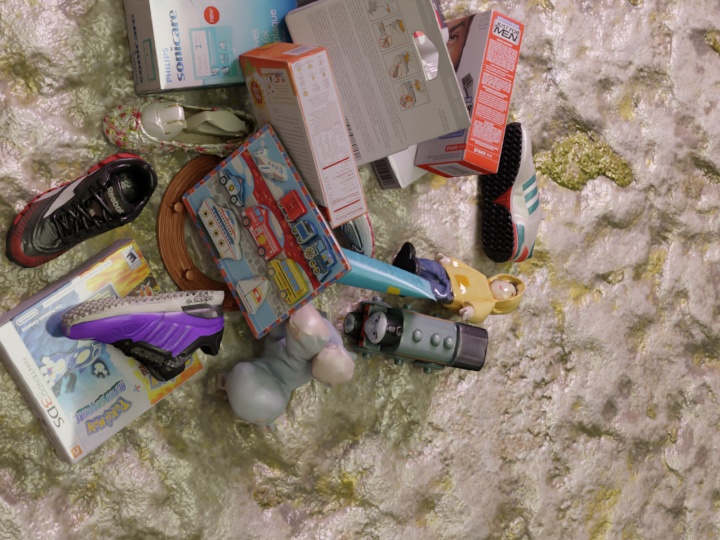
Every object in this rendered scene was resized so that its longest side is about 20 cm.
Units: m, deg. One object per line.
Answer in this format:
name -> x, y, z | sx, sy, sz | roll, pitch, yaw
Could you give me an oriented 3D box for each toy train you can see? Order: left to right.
toy train -> 0.076, 0.088, 1.582 | 0.198, 0.113, 0.087 | 16, 82, -32

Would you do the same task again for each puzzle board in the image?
puzzle board -> -0.114, -0.045, 1.382 | 0.202, 0.150, 0.017 | 60, 22, 14

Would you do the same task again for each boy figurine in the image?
boy figurine -> 0.142, 0.026, 1.628 | 0.197, 0.125, 0.065 | 15, 125, -23

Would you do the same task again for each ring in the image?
ring -> -0.160, -0.050, 1.485 | 0.198, 0.019, 0.204 | -1, 91, -34

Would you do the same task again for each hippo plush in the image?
hippo plush -> -0.109, 0.103, 1.464 | 0.160, 0.200, 0.160 | -36, 93, 1

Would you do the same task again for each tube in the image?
tube -> 0.000, 0.000, 1.507 | 0.197, 0.078, 0.051 | 15, 110, -9

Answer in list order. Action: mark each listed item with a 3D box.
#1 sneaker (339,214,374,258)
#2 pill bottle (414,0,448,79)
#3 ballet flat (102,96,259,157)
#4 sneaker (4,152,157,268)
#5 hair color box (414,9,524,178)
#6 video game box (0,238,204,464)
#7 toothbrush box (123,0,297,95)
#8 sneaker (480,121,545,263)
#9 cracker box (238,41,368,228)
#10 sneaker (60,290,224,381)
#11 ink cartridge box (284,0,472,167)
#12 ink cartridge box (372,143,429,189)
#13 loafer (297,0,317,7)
sneaker -> -0.042, -0.094, 1.535 | 0.074, 0.081, 0.202 | -30, 108, 1
pill bottle -> 0.047, -0.319, 1.478 | 0.110, 0.110, 0.203 | -23, 101, -30
ballet flat -> -0.208, -0.178, 1.424 | 0.197, 0.064, 0.077 | -1, 76, -33
sneaker -> -0.310, -0.070, 1.342 | 0.199, 0.097, 0.072 | -36, 111, -26
hair color box -> 0.143, -0.230, 1.564 | 0.063, 0.110, 0.204 | 17, 80, -32
video game box -> -0.305, 0.092, 1.378 | 0.199, 0.047, 0.184 | -36, 111, -27
toothbrush box -> -0.177, -0.296, 1.431 | 0.197, 0.085, 0.149 | -10, 97, -31
sneaker -> 0.225, -0.109, 1.713 | 0.093, 0.070, 0.204 | 7, 85, -50
cracker box -> -0.067, -0.161, 1.391 | 0.057, 0.133, 0.203 | -24, 114, -24
sneaker -> -0.241, 0.079, 1.353 | 0.197, 0.069, 0.101 | -6, 96, -32
ink cartridge box -> 0.024, -0.243, 1.430 | 0.173, 0.045, 0.203 | -17, 107, 11
ink cartridge box -> 0.093, -0.205, 1.627 | 0.199, 0.050, 0.110 | -34, 108, -29
loafer -> -0.079, -0.370, 1.512 | 0.071, 0.063, 0.204 | -15, 95, -28
